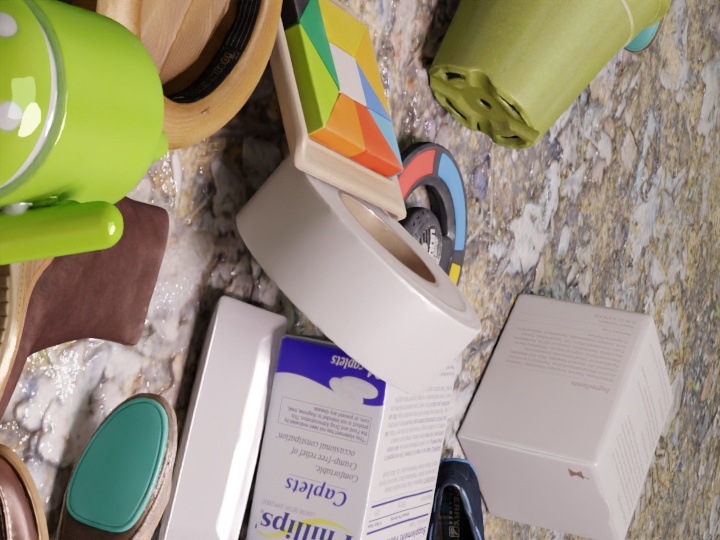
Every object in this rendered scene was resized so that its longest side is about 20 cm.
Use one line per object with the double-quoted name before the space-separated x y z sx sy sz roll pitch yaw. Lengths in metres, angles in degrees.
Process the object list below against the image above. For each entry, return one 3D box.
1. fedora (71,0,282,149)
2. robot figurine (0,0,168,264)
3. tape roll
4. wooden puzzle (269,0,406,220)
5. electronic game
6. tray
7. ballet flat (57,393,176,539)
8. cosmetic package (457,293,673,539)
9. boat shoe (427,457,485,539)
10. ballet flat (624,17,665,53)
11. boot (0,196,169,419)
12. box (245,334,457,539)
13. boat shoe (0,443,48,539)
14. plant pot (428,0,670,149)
"fedora" -0.128 -0.182 1.003 0.200 0.081 0.203 -35 133 -48
"robot figurine" -0.185 -0.092 0.833 0.199 0.114 0.178 5 75 -65
"tape roll" 0.000 0.000 1.176 0.071 0.203 0.202 -47 153 10
"wooden puzzle" -0.020 -0.147 1.182 0.200 0.037 0.187 28 46 -63
"electronic game" 0.052 -0.019 1.437 0.199 0.041 0.203 -30 125 -55
"tray" -0.111 0.125 1.200 0.107 0.022 0.203 24 77 -62
"ballet flat" -0.174 0.183 1.054 0.202 0.067 0.067 -66 162 -10
"cosmetic package" 0.232 0.162 1.702 0.201 0.164 0.168 -62 147 -30
"boat shoe" 0.092 0.298 1.589 0.069 0.083 0.203 -49 129 -73
"ballet flat" 0.337 -0.364 1.836 0.071 0.070 0.203 -41 133 -49
"boot" -0.188 0.029 0.968 0.166 0.071 0.203 31 67 -57
"box" -0.006 0.162 1.301 0.184 0.104 0.203 9 91 -69
"boat shoe" -0.235 0.209 0.943 0.070 0.070 0.203 -30 125 -60
"plant pot" 0.160 -0.225 1.450 0.191 0.199 0.200 -56 146 -15
